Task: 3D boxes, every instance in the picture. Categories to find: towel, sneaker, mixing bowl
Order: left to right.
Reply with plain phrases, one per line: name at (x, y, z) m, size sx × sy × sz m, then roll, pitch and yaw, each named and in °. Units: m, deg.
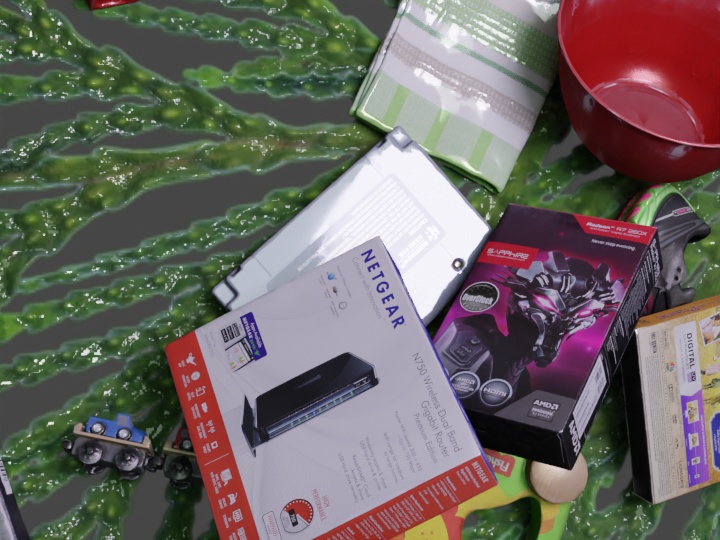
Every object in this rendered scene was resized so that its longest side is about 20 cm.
towel at (0.094, -0.183, 1.035) m, size 0.149 × 0.031 × 0.201 m, roll 26°, pitch 77°, yaw -6°
sneaker at (0.221, 0.023, 1.006) m, size 0.084 × 0.077 × 0.201 m, roll 32°, pitch 78°, yaw -1°
mixing bowl at (0.239, -0.145, 1.004) m, size 0.199 × 0.109 × 0.201 m, roll 5°, pitch 56°, yaw -7°

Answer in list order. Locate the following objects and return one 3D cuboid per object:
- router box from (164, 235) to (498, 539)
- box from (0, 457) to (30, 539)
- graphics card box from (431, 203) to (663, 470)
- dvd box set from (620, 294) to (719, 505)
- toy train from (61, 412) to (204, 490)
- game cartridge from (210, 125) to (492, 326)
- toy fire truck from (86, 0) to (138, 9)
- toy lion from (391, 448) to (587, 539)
router box at (-0.026, 0.096, 0.864) m, size 0.179 × 0.049 × 0.200 m, roll -28°, pitch 51°, yaw 4°
box at (-0.344, 0.157, 0.852) m, size 0.199 × 0.104 × 0.149 m, roll -18°, pitch 86°, yaw -13°
graphics card box at (0.130, 0.041, 0.919) m, size 0.125 × 0.051 × 0.200 m, roll 12°, pitch 54°, yaw 29°
dvd box set at (0.301, 0.088, 1.003) m, size 0.199 × 0.029 × 0.147 m, roll -15°, pitch 105°, yaw -20°
toy train at (-0.119, 0.137, 0.918) m, size 0.199 × 0.034 × 0.046 m, roll 9°, pitch 63°, yaw 3°
game cartridge at (0.000, 0.000, 0.979) m, size 0.200 × 0.040 × 0.133 m, roll -41°, pitch 88°, yaw -10°
toy fire truck at (-0.152, -0.306, 0.992) m, size 0.199 × 0.049 × 0.142 m, roll -28°, pitch 88°, yaw -15°
toy lion at (0.051, 0.194, 0.957) m, size 0.199 × 0.069 × 0.193 m, roll 21°, pitch 85°, yaw -8°
